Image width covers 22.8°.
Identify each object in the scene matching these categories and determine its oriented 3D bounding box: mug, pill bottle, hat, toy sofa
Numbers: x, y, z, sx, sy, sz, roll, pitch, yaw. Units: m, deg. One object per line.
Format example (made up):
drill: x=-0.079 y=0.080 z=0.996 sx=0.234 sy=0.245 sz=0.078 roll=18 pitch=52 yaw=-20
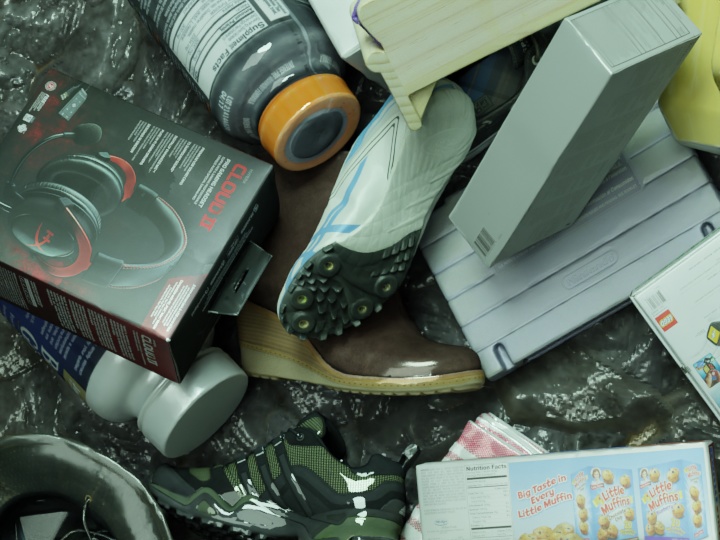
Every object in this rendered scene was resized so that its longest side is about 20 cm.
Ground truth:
mug: x=0.244 y=-0.151 z=1.133 sx=0.149 sy=0.186 sz=0.154 roll=17 pitch=96 yaw=50
pill bottle: x=-0.176 y=0.038 z=1.291 sx=0.200 sy=0.111 sz=0.111 roll=43 pitch=98 yaw=19
hat: x=-0.214 y=0.210 z=1.303 sx=0.199 sy=0.081 sz=0.202 roll=0 pitch=91 yaw=15
toy sofa: x=0.091 y=-0.182 z=1.123 sx=0.199 sy=0.098 sz=0.083 roll=-26 pitch=33 yaw=8
pill bottle: x=-0.080 y=-0.162 z=1.266 sx=0.106 sy=0.106 sz=0.200 roll=-42 pitch=62 yaw=10

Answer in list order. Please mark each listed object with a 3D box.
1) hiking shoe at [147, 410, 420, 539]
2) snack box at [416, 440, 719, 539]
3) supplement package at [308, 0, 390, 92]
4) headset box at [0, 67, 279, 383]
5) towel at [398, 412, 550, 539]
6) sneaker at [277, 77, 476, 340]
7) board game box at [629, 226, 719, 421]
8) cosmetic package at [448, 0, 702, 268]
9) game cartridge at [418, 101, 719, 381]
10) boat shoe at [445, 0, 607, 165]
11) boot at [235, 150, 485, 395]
hiking shoe: x=-0.053 y=0.150 z=1.265 sx=0.199 sy=0.076 sz=0.101 roll=8 pitch=66 yaw=23
snack box: x=0.136 y=0.156 z=1.180 sx=0.199 sy=0.024 sz=0.072 roll=-7 pitch=84 yaw=20
supplement package: x=0.008 y=-0.247 z=1.253 sx=0.119 sy=0.121 sz=0.201 roll=-32 pitch=75 yaw=12
headset box: x=-0.158 y=-0.028 z=1.218 sx=0.199 sy=0.075 sz=0.149 roll=25 pitch=67 yaw=13
towel: x=0.091 y=0.217 z=1.222 sx=0.146 sy=0.030 sz=0.201 roll=33 pitch=98 yaw=20
sneaker: x=0.008 y=-0.042 z=1.204 sx=0.201 sy=0.072 sz=0.072 roll=-57 pitch=28 yaw=4
board game box: x=0.291 y=0.008 z=1.153 sx=0.200 sy=0.035 sz=0.127 roll=-36 pitch=89 yaw=12
cosmetic package: x=0.129 y=-0.088 z=1.119 sx=0.051 sy=0.082 sz=0.200 roll=53 pitch=145 yaw=19
game cartridge: x=0.145 y=-0.028 z=1.227 sx=0.199 sy=0.038 sz=0.130 roll=-31 pitch=71 yaw=14
boat shoe: x=0.105 y=-0.146 z=1.236 sx=0.200 sy=0.066 sz=0.070 roll=-36 pitch=73 yaw=13
boot: x=0.000 y=0.000 z=1.246 sx=0.199 sy=0.072 sz=0.168 roll=6 pitch=90 yaw=28
